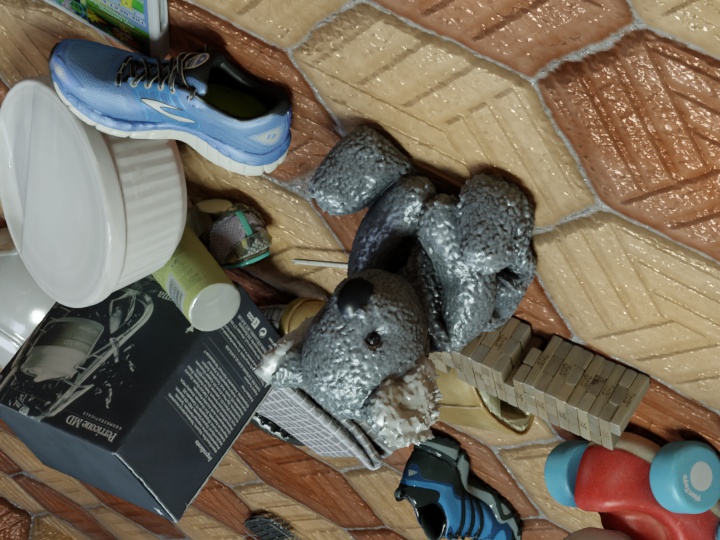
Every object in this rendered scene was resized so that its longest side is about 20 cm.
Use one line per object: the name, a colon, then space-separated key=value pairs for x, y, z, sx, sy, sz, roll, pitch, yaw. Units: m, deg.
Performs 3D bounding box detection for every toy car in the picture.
toy car: x=0.232 y=0.262 z=1.486 sx=0.177 sy=0.200 sz=0.184 roll=43 pitch=157 yaw=-21

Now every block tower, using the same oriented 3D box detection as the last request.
block tower: x=0.143 y=0.083 z=1.439 sx=0.199 sy=0.054 sz=0.058 roll=24 pitch=157 yaw=24

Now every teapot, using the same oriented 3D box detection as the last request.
teapot: x=-0.397 y=0.054 z=2.003 sx=0.200 sy=0.146 sz=0.197 roll=41 pitch=156 yaw=-16

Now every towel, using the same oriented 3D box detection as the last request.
towel: x=-0.054 y=0.122 z=1.749 sx=0.200 sy=0.086 sz=0.165 roll=41 pitch=158 yaw=-17

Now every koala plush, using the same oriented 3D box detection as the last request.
koala plush: x=0.026 y=0.033 z=1.303 sx=0.177 sy=0.200 sz=0.184 roll=22 pitch=155 yaw=26

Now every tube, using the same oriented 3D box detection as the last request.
tube: x=-0.172 y=-0.021 z=1.549 sx=0.200 sy=0.058 sz=0.052 roll=46 pitch=164 yaw=44

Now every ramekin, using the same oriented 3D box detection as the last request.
ramekin: x=-0.231 y=-0.076 z=1.482 sx=0.202 sy=0.094 sz=0.203 roll=25 pitch=123 yaw=46

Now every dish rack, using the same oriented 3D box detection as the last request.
dish rack: x=-0.087 y=0.424 z=2.450 sx=0.200 sy=0.055 sz=0.153 roll=37 pitch=157 yaw=-7

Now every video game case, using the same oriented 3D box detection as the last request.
video game case: x=-0.235 y=-0.257 z=1.312 sx=0.199 sy=0.022 sz=0.182 roll=30 pitch=158 yaw=8

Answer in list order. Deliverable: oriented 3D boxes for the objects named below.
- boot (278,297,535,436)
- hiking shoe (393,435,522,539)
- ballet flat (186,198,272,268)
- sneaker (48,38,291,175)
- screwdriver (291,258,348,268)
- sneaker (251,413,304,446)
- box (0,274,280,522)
boot: x=0.042 y=0.085 z=1.579 sx=0.175 sy=0.066 sz=0.200 roll=38 pitch=159 yaw=-34
hiking shoe: x=0.098 y=0.257 z=1.809 sx=0.074 sy=0.087 sz=0.200 roll=7 pitch=146 yaw=48
ballet flat: x=-0.143 y=-0.031 z=1.606 sx=0.072 sy=0.072 sz=0.200 roll=41 pitch=157 yaw=-17
sneaker: x=-0.144 y=-0.147 z=1.332 sx=0.199 sy=0.079 sz=0.089 roll=16 pitch=143 yaw=-7
screwdriver: x=0.000 y=0.000 z=1.491 sx=0.199 sy=0.029 sz=0.028 roll=0 pitch=140 yaw=46
sneaker: x=-0.128 y=0.130 z=1.899 sx=0.200 sy=0.067 sz=0.091 roll=34 pitch=161 yaw=9
box: x=-0.207 y=0.100 z=1.590 sx=0.199 sy=0.197 sz=0.124 roll=15 pitch=151 yaw=40
